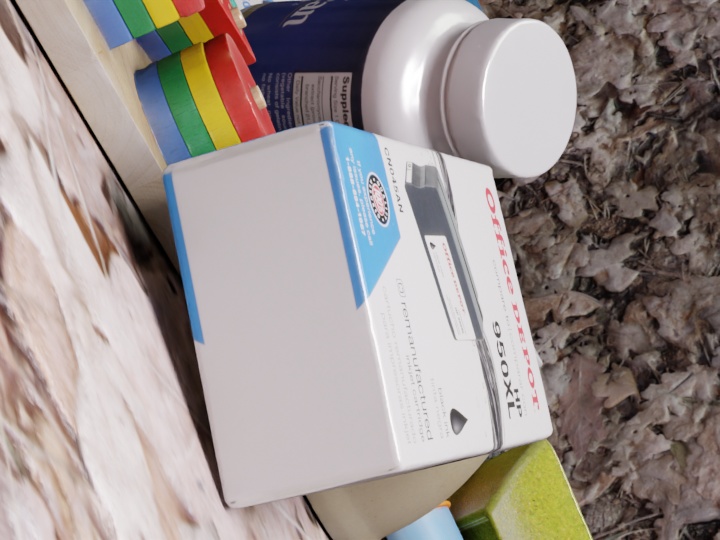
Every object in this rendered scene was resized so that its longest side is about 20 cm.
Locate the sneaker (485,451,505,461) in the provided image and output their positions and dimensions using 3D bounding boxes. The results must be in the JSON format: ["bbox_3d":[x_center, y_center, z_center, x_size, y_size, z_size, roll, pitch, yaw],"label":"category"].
[{"bbox_3d":[0.052,0.128,1.245,0.074,0.079,0.200,-4,65,-59],"label":"sneaker"}]

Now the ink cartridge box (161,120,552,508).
[{"bbox_3d":[0.007,0.020,0.732,0.200,0.084,0.145,4,73,-66],"label":"ink cartridge box"}]

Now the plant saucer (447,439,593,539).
[{"bbox_3d":[0.101,0.232,1.105,0.200,0.048,0.200,-40,-111,60],"label":"plant saucer"}]

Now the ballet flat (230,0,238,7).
[{"bbox_3d":[-0.078,-0.100,0.996,0.070,0.067,0.200,46,-18,58],"label":"ballet flat"}]

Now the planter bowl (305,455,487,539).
[{"bbox_3d":[0.018,0.044,0.926,0.200,0.135,0.200,-24,90,-86],"label":"planter bowl"}]

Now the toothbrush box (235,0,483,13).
[{"bbox_3d":[-0.024,-0.189,1.176,0.085,0.200,0.146,118,-40,-49],"label":"toothbrush box"}]

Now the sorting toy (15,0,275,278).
[{"bbox_3d":[-0.103,-0.131,0.774,0.200,0.070,0.199,-109,174,-51],"label":"sorting toy"}]

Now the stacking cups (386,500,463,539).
[{"bbox_3d":[0.044,0.182,1.066,0.200,0.060,0.061,65,3,16],"label":"stacking cups"}]

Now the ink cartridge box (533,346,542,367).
[{"bbox_3d":[0.060,0.018,1.155,0.116,0.067,0.200,46,14,-46],"label":"ink cartridge box"}]

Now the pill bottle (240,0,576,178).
[{"bbox_3d":[0.014,-0.095,0.891,0.200,0.111,0.111,6,-47,42],"label":"pill bottle"}]
